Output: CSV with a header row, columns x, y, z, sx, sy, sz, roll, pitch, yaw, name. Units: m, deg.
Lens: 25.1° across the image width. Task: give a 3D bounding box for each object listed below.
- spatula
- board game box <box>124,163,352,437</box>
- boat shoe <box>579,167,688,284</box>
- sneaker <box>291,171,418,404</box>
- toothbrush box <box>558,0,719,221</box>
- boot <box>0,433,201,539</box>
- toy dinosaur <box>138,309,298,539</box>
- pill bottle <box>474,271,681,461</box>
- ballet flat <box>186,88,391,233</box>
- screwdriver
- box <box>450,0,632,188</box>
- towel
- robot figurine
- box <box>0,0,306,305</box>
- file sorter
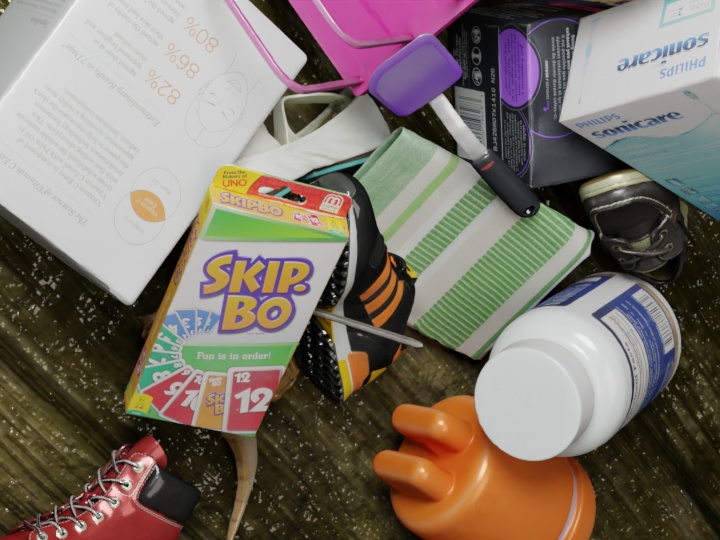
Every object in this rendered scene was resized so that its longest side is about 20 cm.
x,y,z,sx,sy,sz,roll,pitch,yaw,name
0.071,-0.089,1.092,0.056,0.021,0.200,-34,133,13,spatula
-0.081,0.024,1.066,0.095,0.030,0.201,13,122,-21,board game box
0.219,-0.032,1.238,0.200,0.072,0.066,20,58,-64,boat shoe
0.000,0.000,1.140,0.090,0.070,0.202,-29,141,-29,sneaker
0.259,-0.111,1.117,0.199,0.146,0.086,25,69,-31,toothbrush box
-0.206,0.169,1.109,0.199,0.072,0.146,22,91,-40,boot
-0.093,0.095,1.170,0.105,0.061,0.201,-24,115,3,toy dinosaur
0.161,0.074,1.213,0.200,0.110,0.112,-23,118,-60,pill bottle
-0.058,-0.083,1.115,0.199,0.069,0.070,-26,116,-42,ballet flat
-0.033,0.031,1.094,0.029,0.199,0.028,-47,131,-20,screwdriver
0.178,-0.143,1.219,0.198,0.106,0.124,-11,108,-27,box
0.060,-0.015,1.193,0.199,0.024,0.153,25,125,-31,towel
0.102,0.173,1.254,0.199,0.145,0.116,32,126,-31,robot figurine
-0.161,-0.110,1.038,0.152,0.106,0.201,40,82,-32,box
0.013,-0.218,0.993,0.199,0.125,0.140,-37,86,23,file sorter
